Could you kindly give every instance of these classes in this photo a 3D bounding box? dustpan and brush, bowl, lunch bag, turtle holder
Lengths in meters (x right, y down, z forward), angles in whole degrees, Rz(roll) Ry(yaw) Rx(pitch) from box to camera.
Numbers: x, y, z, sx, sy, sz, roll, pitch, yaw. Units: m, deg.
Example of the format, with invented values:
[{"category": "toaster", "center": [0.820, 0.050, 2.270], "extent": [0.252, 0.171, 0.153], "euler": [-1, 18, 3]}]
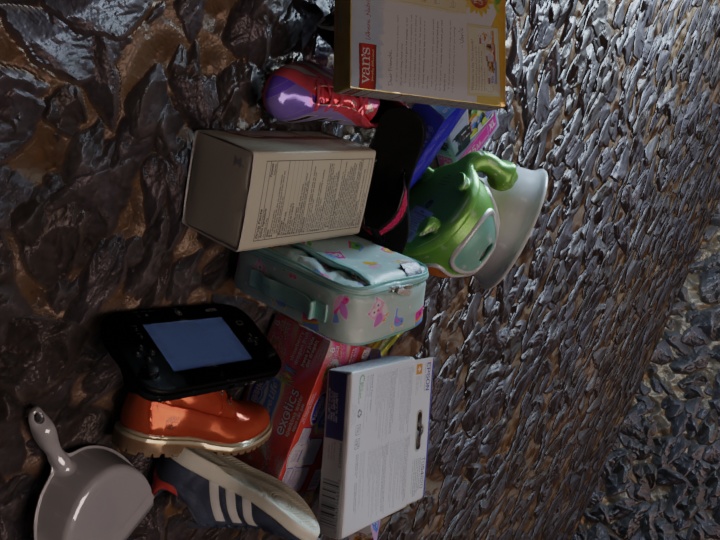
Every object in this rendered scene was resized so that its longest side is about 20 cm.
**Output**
[{"category": "dustpan and brush", "center": [-0.279, 0.209, 0.799], "extent": [0.140, 0.057, 0.201], "euler": [-51, 152, -42]}, {"category": "bowl", "center": [0.194, -0.079, 1.230], "extent": [0.201, 0.090, 0.203], "euler": [-156, -90, -85]}, {"category": "lunch bag", "center": [-0.032, 0.009, 0.888], "extent": [0.160, 0.199, 0.078], "euler": [-7, 114, -51]}, {"category": "turtle holder", "center": [0.126, -0.076, 1.115], "extent": [0.132, 0.140, 0.187], "euler": [43, 56, -31]}]

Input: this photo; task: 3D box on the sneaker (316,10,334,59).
[{"category": "sneaker", "center": [0.011, -0.292, 0.878], "extent": [0.129, 0.079, 0.201], "euler": [-9, 106, -39]}]

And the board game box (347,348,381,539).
[{"category": "board game box", "center": [0.007, 0.252, 1.161], "extent": [0.200, 0.041, 0.201], "euler": [-75, 161, -45]}]

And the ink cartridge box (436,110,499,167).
[{"category": "ink cartridge box", "center": [0.138, -0.239, 1.137], "extent": [0.120, 0.042, 0.201], "euler": [-53, 143, -22]}]

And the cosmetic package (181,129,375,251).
[{"category": "cosmetic package", "center": [-0.081, -0.090, 0.861], "extent": [0.199, 0.087, 0.104], "euler": [-10, 119, -54]}]

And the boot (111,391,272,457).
[{"category": "boot", "center": [-0.165, 0.141, 0.887], "extent": [0.199, 0.075, 0.108], "euler": [12, 93, -50]}]

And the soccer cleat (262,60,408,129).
[{"category": "soccer cleat", "center": [-0.024, -0.187, 0.894], "extent": [0.199, 0.076, 0.067], "euler": [-7, 114, -55]}]

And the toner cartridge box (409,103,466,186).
[{"category": "toner cartridge box", "center": [0.073, -0.159, 0.990], "extent": [0.095, 0.043, 0.200], "euler": [-48, 175, -34]}]

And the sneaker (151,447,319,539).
[{"category": "sneaker", "center": [-0.144, 0.265, 0.915], "extent": [0.085, 0.199, 0.075], "euler": [-59, 178, 5]}]

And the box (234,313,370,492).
[{"category": "box", "center": [-0.080, 0.165, 1.010], "extent": [0.099, 0.095, 0.202], "euler": [16, 96, -59]}]

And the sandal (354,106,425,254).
[{"category": "sandal", "center": [0.025, -0.087, 0.932], "extent": [0.045, 0.074, 0.202], "euler": [-54, 158, -57]}]

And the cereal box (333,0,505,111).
[{"category": "cereal box", "center": [0.065, -0.248, 0.849], "extent": [0.198, 0.039, 0.145], "euler": [1, 91, -30]}]

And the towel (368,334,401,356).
[{"category": "towel", "center": [0.024, 0.043, 1.160], "extent": [0.086, 0.018, 0.201], "euler": [-49, 143, -28]}]

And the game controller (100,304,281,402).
[{"category": "game controller", "center": [-0.167, 0.079, 0.828], "extent": [0.042, 0.105, 0.199], "euler": [-44, 158, 27]}]

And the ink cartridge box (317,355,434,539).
[{"category": "ink cartridge box", "center": [0.023, 0.211, 1.024], "extent": [0.199, 0.040, 0.202], "euler": [0, 95, -56]}]

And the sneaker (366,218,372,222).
[{"category": "sneaker", "center": [0.000, 0.000, 1.031], "extent": [0.077, 0.079, 0.202], "euler": [-18, 120, -40]}]
